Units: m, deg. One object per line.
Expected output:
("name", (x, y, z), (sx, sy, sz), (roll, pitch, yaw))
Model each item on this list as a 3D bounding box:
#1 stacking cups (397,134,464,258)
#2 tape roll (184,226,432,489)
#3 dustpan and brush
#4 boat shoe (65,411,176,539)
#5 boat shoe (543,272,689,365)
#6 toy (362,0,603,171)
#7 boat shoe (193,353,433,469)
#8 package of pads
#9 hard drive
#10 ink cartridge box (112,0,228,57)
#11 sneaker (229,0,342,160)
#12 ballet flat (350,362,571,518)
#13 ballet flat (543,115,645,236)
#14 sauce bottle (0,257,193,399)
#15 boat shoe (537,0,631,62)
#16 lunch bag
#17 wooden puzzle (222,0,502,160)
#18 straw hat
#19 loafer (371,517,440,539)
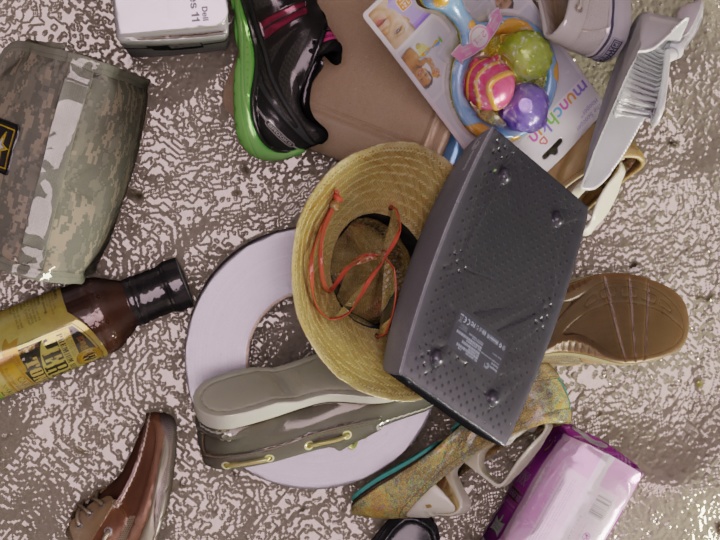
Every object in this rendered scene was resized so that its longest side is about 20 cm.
("stacking cups", (0.081, -0.097, 1.599), (0.060, 0.061, 0.202), (15, 89, -5))
("tape roll", (-0.038, 0.066, 1.598), (0.198, 0.066, 0.203), (0, 93, -5))
("dustpan and brush", (0.226, -0.159, 1.567), (0.057, 0.201, 0.140), (19, 132, 0))
("boat shoe", (-0.192, 0.203, 1.589), (0.071, 0.076, 0.202), (17, 89, -3))
("boat shoe", (0.162, 0.039, 1.615), (0.198, 0.064, 0.072), (1, 85, -21))
("toy", (0.103, -0.153, 1.530), (0.115, 0.047, 0.200), (-45, 114, -10))
("boat shoe", (-0.026, 0.102, 1.536), (0.200, 0.072, 0.061), (-10, 122, -15))
("package of pads", (0.135, 0.218, 1.590), (0.075, 0.121, 0.201), (30, 90, -5))
("hard drive", (0.090, 0.012, 1.510), (0.135, 0.042, 0.202), (35, 67, -36))
("ink cartridge box", (-0.142, -0.236, 1.510), (0.082, 0.200, 0.148), (-5, 92, -4))
("sneaker", (-0.054, -0.185, 1.553), (0.083, 0.077, 0.202), (-1, 97, 9))
("ballet flat", (0.079, 0.148, 1.571), (0.200, 0.071, 0.071), (-39, 95, 16))
("ballet flat", (0.143, -0.036, 1.601), (0.200, 0.069, 0.063), (-48, 59, -2))
("sauce bottle", (-0.227, 0.044, 1.583), (0.198, 0.065, 0.065), (-23, 94, -2))
("boat shoe", (0.153, -0.251, 1.559), (0.069, 0.071, 0.202), (11, 60, -28))
("lunch bag", (-0.227, -0.081, 1.510), (0.116, 0.200, 0.166), (16, 92, -5))
("wooden puzzle", (0.008, -0.184, 1.587), (0.184, 0.037, 0.202), (22, 95, 16))
("straw hat", (0.000, 0.000, 1.515), (0.200, 0.085, 0.203), (2, 87, -42))
("loafer", (0.016, 0.286, 1.608), (0.068, 0.070, 0.202), (20, 90, -4))
